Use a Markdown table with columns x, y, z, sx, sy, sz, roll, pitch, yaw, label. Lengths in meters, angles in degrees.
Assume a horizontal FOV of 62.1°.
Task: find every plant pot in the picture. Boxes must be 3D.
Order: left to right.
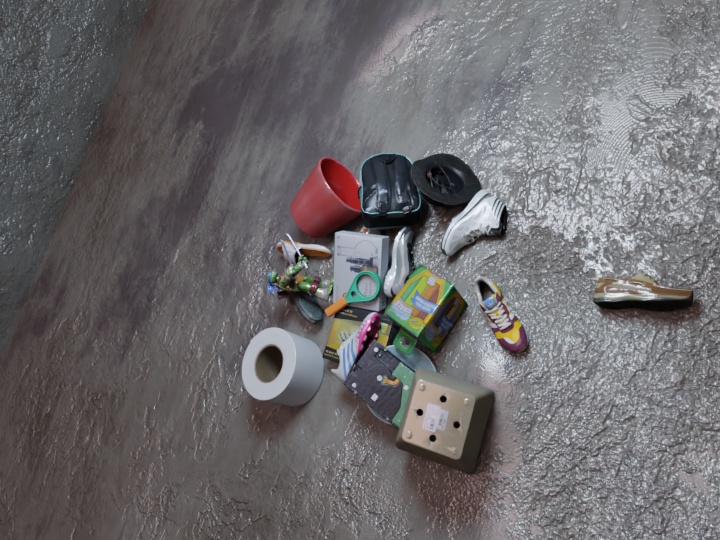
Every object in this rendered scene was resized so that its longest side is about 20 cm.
| x | y | z | sx | sy | sz | roll | pitch | yaw | label |
| --- | --- | --- | --- | --- | --- | --- | --- | --- | --- |
| -0.105 | -0.205 | 1.795 | 0.177 | 0.198 | 0.203 | -38 | 55 | 29 | plant pot |
| 0.185 | 0.337 | 1.355 | 0.196 | 0.177 | 0.204 | 15 | 80 | 15 | plant pot |

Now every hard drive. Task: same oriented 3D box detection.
| x | y | z | sx | sy | sz | roll | pitch | yaw | label |
| --- | --- | --- | --- | --- | --- | --- | --- | --- | --- |
| 0.073 | 0.289 | 1.500 | 0.199 | 0.038 | 0.141 | 35 | 85 | 15 | hard drive |

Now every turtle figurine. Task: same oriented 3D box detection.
| x | y | z | sx | sy | sz | roll | pitch | yaw | label |
| --- | --- | --- | --- | --- | --- | --- | --- | --- | --- |
| -0.164 | -0.003 | 1.731 | 0.190 | 0.144 | 0.204 | 20 | 77 | -4 | turtle figurine |

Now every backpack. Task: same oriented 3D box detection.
| x | y | z | sx | sy | sz | roll | pitch | yaw | label |
| --- | --- | --- | --- | --- | --- | --- | --- | --- | --- |
| 0.077 | -0.218 | 1.672 | 0.172 | 0.154 | 0.204 | -6 | 70 | 0 | backpack |

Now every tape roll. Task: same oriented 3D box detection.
| x | y | z | sx | sy | sz | roll | pitch | yaw | label |
| --- | --- | --- | --- | --- | --- | --- | --- | --- | --- |
| -0.221 | 0.278 | 1.712 | 0.199 | 0.139 | 0.207 | -13 | 65 | 30 | tape roll |

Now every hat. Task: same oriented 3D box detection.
| x | y | z | sx | sy | sz | roll | pitch | yaw | label |
| --- | --- | --- | --- | --- | --- | --- | --- | --- | --- |
| 0.221 | -0.224 | 1.616 | 0.082 | 0.197 | 0.203 | 107 | 144 | -48 | hat |

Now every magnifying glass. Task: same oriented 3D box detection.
| x | y | z | sx | sy | sz | roll | pitch | yaw | label |
| --- | --- | --- | --- | --- | --- | --- | --- | --- | --- |
| -0.023 | 0.070 | 1.644 | 0.199 | 0.022 | 0.080 | -36 | 82 | 30 | magnifying glass |

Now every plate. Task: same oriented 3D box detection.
| x | y | z | sx | sy | sz | roll | pitch | yaw | label |
| --- | --- | --- | --- | --- | --- | --- | --- | --- | --- |
| 0.102 | 0.292 | 1.529 | 0.196 | 0.026 | 0.205 | -3 | 76 | 11 | plate |

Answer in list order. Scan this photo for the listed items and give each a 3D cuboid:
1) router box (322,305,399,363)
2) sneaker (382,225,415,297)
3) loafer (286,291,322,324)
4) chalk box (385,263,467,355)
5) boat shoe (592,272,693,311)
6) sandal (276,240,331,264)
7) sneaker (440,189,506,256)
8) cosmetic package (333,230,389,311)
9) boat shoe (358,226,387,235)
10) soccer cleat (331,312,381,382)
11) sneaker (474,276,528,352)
| x | y | z | sx | sy | sz | roll | pitch | yaw | label |
| --- | --- | --- | --- | --- | --- | --- | --- | --- | --- |
| 0.003 | 0.191 | 1.646 | 0.197 | 0.052 | 0.160 | 10 | 79 | 36 | router box |
| 0.123 | -0.021 | 1.641 | 0.078 | 0.074 | 0.205 | 9 | 84 | 26 | sneaker |
| -0.175 | 0.103 | 1.802 | 0.201 | 0.071 | 0.064 | 53 | 124 | 42 | loafer |
| 0.154 | 0.114 | 1.511 | 0.124 | 0.124 | 0.201 | 32 | 82 | 37 | chalk box |
| 0.602 | 0.041 | 1.283 | 0.197 | 0.075 | 0.075 | 0 | 69 | 33 | boat shoe |
| -0.184 | -0.047 | 1.845 | 0.203 | 0.079 | 0.060 | 4 | 68 | 33 | sandal |
| 0.299 | -0.105 | 1.541 | 0.202 | 0.075 | 0.115 | -52 | 51 | 3 | sneaker |
| 0.000 | 0.000 | 1.659 | 0.148 | 0.051 | 0.205 | 8 | 103 | 29 | cosmetic package |
| 0.020 | -0.092 | 1.736 | 0.070 | 0.062 | 0.203 | 23 | 85 | 39 | boat shoe |
| -0.017 | 0.196 | 1.578 | 0.085 | 0.070 | 0.203 | 21 | 86 | 32 | soccer cleat |
| 0.328 | 0.105 | 1.434 | 0.075 | 0.090 | 0.202 | -37 | 55 | 16 | sneaker |
